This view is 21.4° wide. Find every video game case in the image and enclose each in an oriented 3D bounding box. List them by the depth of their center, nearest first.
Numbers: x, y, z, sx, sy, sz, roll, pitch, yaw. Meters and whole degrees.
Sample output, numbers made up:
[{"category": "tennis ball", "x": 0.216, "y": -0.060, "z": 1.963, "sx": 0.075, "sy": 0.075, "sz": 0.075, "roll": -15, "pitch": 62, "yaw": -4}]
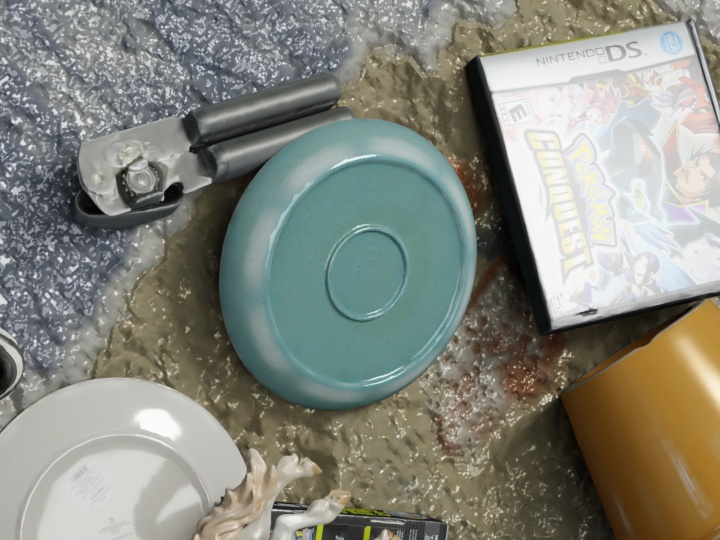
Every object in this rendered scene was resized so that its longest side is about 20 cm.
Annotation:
[{"category": "video game case", "x": 0.183, "y": -0.069, "z": 1.348, "sx": 0.179, "sy": 0.025, "sz": 0.202, "roll": -11, "pitch": 80, "yaw": -21}]

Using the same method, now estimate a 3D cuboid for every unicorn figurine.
[{"category": "unicorn figurine", "x": -0.031, "y": 0.212, "z": 1.216, "sx": 0.200, "sy": 0.074, "sz": 0.138, "roll": 41, "pitch": 82, "yaw": -9}]

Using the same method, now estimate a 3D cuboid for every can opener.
[{"category": "can opener", "x": -0.099, "y": -0.077, "z": 1.258, "sx": 0.199, "sy": 0.067, "sz": 0.054, "roll": -19, "pitch": 75, "yaw": -29}]

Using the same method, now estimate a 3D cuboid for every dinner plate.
[{"category": "dinner plate", "x": -0.160, "y": 0.171, "z": 1.248, "sx": 0.199, "sy": 0.024, "sz": 0.202, "roll": 0, "pitch": 90, "yaw": -21}]

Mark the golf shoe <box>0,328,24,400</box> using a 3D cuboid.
[{"category": "golf shoe", "x": -0.304, "y": 0.056, "z": 1.154, "sx": 0.198, "sy": 0.092, "sz": 0.073, "roll": -5, "pitch": 94, "yaw": -20}]

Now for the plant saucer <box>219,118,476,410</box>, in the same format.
[{"category": "plant saucer", "x": 0.000, "y": 0.000, "z": 1.279, "sx": 0.199, "sy": 0.027, "sz": 0.202, "roll": -8, "pitch": 107, "yaw": -28}]

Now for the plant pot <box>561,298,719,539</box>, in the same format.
[{"category": "plant pot", "x": 0.238, "y": 0.129, "z": 1.323, "sx": 0.199, "sy": 0.200, "sz": 0.184, "roll": -33, "pitch": 86, "yaw": -17}]

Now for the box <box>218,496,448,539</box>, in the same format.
[{"category": "box", "x": -0.029, "y": 0.259, "z": 1.277, "sx": 0.159, "sy": 0.044, "sz": 0.202, "roll": 8, "pitch": 88, "yaw": -29}]
